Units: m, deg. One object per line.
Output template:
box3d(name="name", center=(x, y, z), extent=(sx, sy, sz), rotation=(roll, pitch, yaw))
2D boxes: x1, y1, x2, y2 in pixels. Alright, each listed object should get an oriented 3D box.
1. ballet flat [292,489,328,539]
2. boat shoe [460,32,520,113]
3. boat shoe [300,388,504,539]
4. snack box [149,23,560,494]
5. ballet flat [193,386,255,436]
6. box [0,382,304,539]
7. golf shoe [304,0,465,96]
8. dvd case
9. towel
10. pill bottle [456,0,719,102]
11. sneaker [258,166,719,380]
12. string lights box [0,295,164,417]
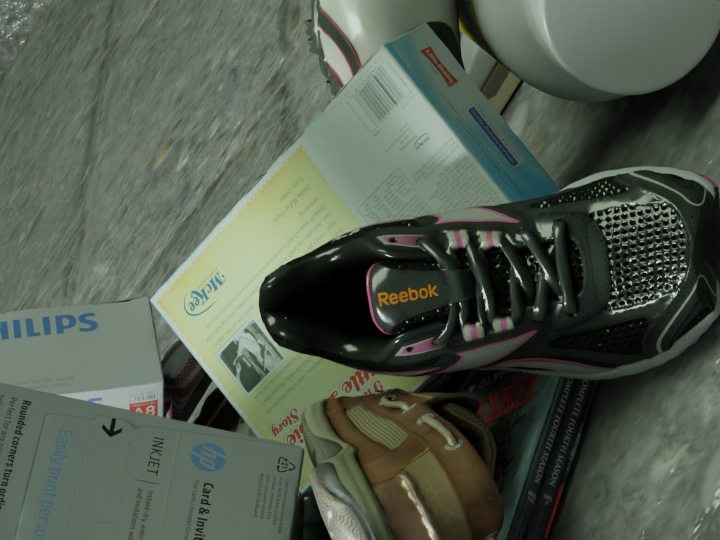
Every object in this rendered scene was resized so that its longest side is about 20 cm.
box3d(name="ballet flat", center=(-0.028, 0.089, 1.120), extent=(0.201, 0.057, 0.066), rotation=(-61, 18, -6))
box3d(name="boat shoe", center=(0.018, -0.067, 1.230), extent=(0.201, 0.068, 0.075), rotation=(-60, 17, -2))
box3d(name="boat shoe", center=(0.022, 0.083, 0.918), extent=(0.071, 0.076, 0.200), rotation=(-24, 10, 0))
box3d(name="snack box", center=(0.000, 0.000, 1.017), extent=(0.037, 0.116, 0.200), rotation=(-31, -10, -49))
box3d(name="ballet flat", center=(-0.052, 0.079, 1.196), extent=(0.200, 0.067, 0.073), rotation=(-51, 23, 36))
box3d(name="box", center=(-0.129, 0.117, 0.886), extent=(0.041, 0.198, 0.157), rotation=(105, 174, -47))
box3d(name="golf shoe", center=(0.027, -0.076, 1.037), extent=(0.088, 0.077, 0.201), rotation=(29, 129, 43))
box3d(name="dvd case", center=(0.052, 0.070, 0.986), extent=(0.146, 0.022, 0.201), rotation=(-32, 31, 57))
box3d(name="towel", center=(-0.074, 0.017, 1.251), extent=(0.147, 0.030, 0.200), rotation=(-60, 0, -17))
box3d(name="pill bottle", center=(0.096, -0.138, 1.055), extent=(0.112, 0.111, 0.200), rotation=(-57, 18, 8))
box3d(name="sneaker", center=(0.045, 0.011, 0.896), extent=(0.199, 0.086, 0.081), rotation=(-16, 82, 37))
box3d(name="string lights box", center=(-0.153, 0.103, 1.188), extent=(0.201, 0.102, 0.059), rotation=(95, 165, -48))
